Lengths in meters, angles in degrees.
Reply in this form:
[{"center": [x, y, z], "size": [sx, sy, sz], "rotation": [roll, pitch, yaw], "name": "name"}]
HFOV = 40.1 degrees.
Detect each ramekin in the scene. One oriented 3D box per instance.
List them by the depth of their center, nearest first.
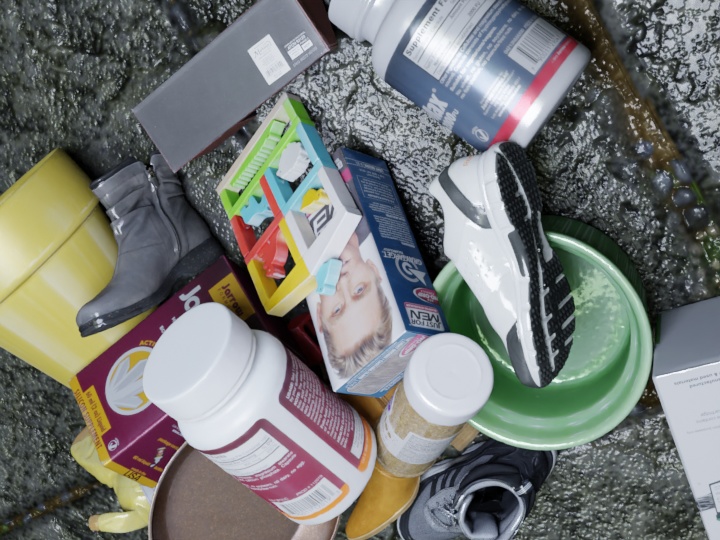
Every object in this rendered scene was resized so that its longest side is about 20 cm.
[{"center": [0.161, 0.048, 0.881], "size": [0.198, 0.098, 0.202], "rotation": [7, 110, 19], "name": "ramekin"}]

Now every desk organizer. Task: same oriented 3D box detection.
[{"center": [-0.108, -0.181, 0.913], "size": [0.199, 0.077, 0.072], "rotation": [-32, 95, 27], "name": "desk organizer"}]

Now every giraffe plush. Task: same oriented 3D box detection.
[{"center": [-0.191, 0.229, 1.056], "size": [0.172, 0.201, 0.163], "rotation": [-27, 132, 4], "name": "giraffe plush"}]

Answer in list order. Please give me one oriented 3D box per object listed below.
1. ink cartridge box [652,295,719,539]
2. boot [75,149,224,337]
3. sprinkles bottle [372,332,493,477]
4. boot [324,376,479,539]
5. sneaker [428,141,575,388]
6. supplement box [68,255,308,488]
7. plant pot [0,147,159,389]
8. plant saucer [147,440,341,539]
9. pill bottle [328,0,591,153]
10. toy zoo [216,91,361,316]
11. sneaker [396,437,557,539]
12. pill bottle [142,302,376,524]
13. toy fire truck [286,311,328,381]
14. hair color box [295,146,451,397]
[{"center": [0.316, 0.140, 0.829], "size": [0.084, 0.146, 0.201], "rotation": [-18, 102, 23], "name": "ink cartridge box"}, {"center": [-0.226, -0.030, 0.947], "size": [0.069, 0.200, 0.132], "rotation": [-21, 104, 33], "name": "boot"}, {"center": [0.056, 0.120, 0.839], "size": [0.068, 0.068, 0.200], "rotation": [32, 154, 7], "name": "sprinkles bottle"}, {"center": [0.010, 0.164, 0.985], "size": [0.144, 0.071, 0.201], "rotation": [40, 105, -10], "name": "boot"}, {"center": [0.115, -0.001, 0.796], "size": [0.080, 0.074, 0.202], "rotation": [-8, 101, 40], "name": "sneaker"}, {"center": [-0.166, 0.098, 0.947], "size": [0.200, 0.086, 0.111], "rotation": [-39, 55, 3], "name": "supplement box"}, {"center": [-0.313, 0.012, 1.003], "size": [0.200, 0.201, 0.189], "rotation": [-33, 110, 27], "name": "plant pot"}, {"center": [-0.111, 0.226, 0.946], "size": [0.037, 0.199, 0.202], "rotation": [14, 121, 61], "name": "plant saucer"}, {"center": [0.078, -0.188, 0.818], "size": [0.199, 0.120, 0.120], "rotation": [37, 117, 6], "name": "pill bottle"}, {"center": [-0.066, -0.052, 0.906], "size": [0.131, 0.020, 0.201], "rotation": [-49, 47, 28], "name": "toy zoo"}, {"center": [0.099, 0.230, 0.959], "size": [0.200, 0.114, 0.076], "rotation": [-40, 91, 27], "name": "sneaker"}, {"center": [-0.084, 0.123, 0.846], "size": [0.114, 0.115, 0.200], "rotation": [-24, 129, 26], "name": "pill bottle"}, {"center": [-0.056, 0.157, 1.029], "size": [0.140, 0.049, 0.201], "rotation": [-27, 99, 24], "name": "toy fire truck"}, {"center": [0.000, 0.000, 0.880], "size": [0.100, 0.060, 0.201], "rotation": [-43, 52, 33], "name": "hair color box"}]
